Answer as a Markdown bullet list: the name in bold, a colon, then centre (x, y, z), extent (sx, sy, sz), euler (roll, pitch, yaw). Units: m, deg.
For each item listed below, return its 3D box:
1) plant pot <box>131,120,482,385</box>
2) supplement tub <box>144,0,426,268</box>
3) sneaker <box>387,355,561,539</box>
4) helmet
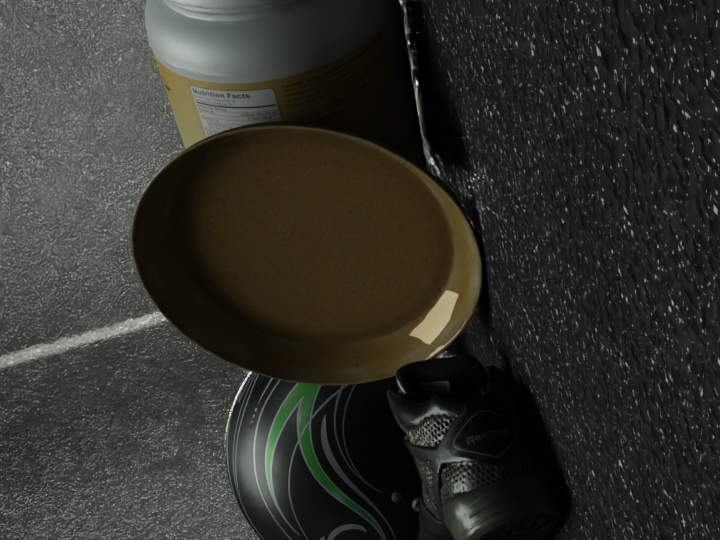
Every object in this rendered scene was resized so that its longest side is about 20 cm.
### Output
- **plant pot**: centre (-0.030, -0.009, 0.658), extent (0.028, 0.200, 0.200), euler (-81, -15, -45)
- **supplement tub**: centre (-0.042, -0.117, 0.676), extent (0.144, 0.144, 0.200), euler (-110, 5, -48)
- **sneaker**: centre (0.062, 0.118, 0.682), extent (0.199, 0.076, 0.114), euler (89, 167, -65)
- **helmet**: centre (-0.005, 0.126, 0.869), extent (0.191, 0.200, 0.200), euler (63, 176, 4)
